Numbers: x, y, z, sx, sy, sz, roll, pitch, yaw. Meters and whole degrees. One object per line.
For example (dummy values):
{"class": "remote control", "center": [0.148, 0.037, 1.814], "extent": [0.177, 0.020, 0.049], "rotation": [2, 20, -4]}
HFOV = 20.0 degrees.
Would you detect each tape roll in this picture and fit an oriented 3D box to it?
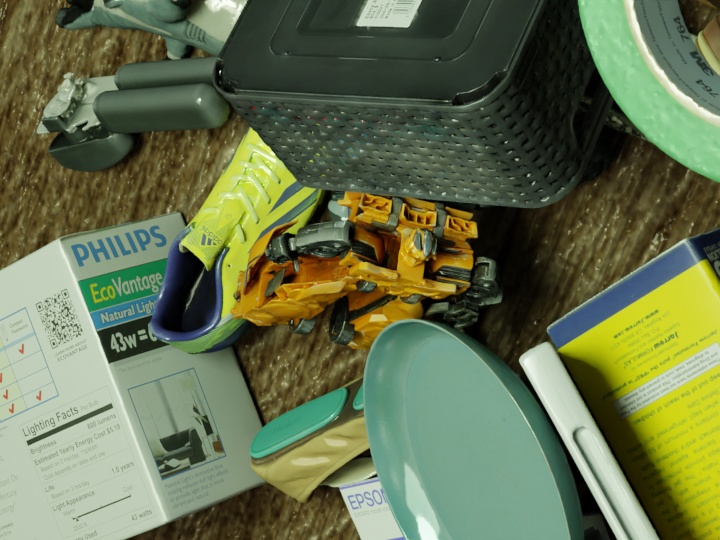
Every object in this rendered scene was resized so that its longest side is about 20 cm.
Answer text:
{"class": "tape roll", "center": [0.196, -0.138, 0.941], "extent": [0.199, 0.048, 0.202], "rotation": [10, 107, 35]}

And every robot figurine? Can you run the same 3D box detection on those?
{"class": "robot figurine", "center": [0.000, 0.000, 1.223], "extent": [0.200, 0.144, 0.059], "rotation": [148, 133, -62]}

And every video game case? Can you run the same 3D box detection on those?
{"class": "video game case", "center": [0.143, 0.130, 1.147], "extent": [0.023, 0.200, 0.183], "rotation": [-29, 82, 4]}

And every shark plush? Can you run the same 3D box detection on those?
{"class": "shark plush", "center": [-0.137, -0.163, 1.357], "extent": [0.199, 0.091, 0.084], "rotation": [-6, 128, 31]}

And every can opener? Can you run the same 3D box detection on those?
{"class": "can opener", "center": [-0.147, -0.109, 1.380], "extent": [0.199, 0.053, 0.067], "rotation": [-4, 136, 47]}

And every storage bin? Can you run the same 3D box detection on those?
{"class": "storage bin", "center": [0.035, -0.121, 1.112], "extent": [0.199, 0.094, 0.136], "rotation": [6, 61, 39]}

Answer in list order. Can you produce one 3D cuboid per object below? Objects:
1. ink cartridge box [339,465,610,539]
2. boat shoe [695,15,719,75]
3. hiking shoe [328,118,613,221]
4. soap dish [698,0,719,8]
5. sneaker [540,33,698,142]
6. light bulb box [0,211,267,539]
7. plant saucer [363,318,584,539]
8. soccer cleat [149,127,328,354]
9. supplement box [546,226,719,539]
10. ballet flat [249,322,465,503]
{"class": "ink cartridge box", "center": [0.087, 0.208, 1.264], "extent": [0.198, 0.043, 0.201], "rotation": [-19, 92, 52]}
{"class": "boat shoe", "center": [0.268, -0.079, 1.076], "extent": [0.200, 0.072, 0.068], "rotation": [41, 116, 15]}
{"class": "hiking shoe", "center": [0.057, -0.078, 1.226], "extent": [0.199, 0.074, 0.087], "rotation": [-8, 90, 34]}
{"class": "soap dish", "center": [0.132, -0.252, 1.099], "extent": [0.199, 0.081, 0.158], "rotation": [27, 111, 15]}
{"class": "sneaker", "center": [0.124, -0.125, 1.155], "extent": [0.199, 0.088, 0.077], "rotation": [29, 117, 28]}
{"class": "light bulb box", "center": [-0.192, 0.091, 1.417], "extent": [0.198, 0.124, 0.201], "rotation": [-24, 85, 38]}
{"class": "plant saucer", "center": [0.068, 0.118, 1.172], "extent": [0.200, 0.027, 0.201], "rotation": [39, 141, 42]}
{"class": "soccer cleat", "center": [-0.077, -0.034, 1.321], "extent": [0.065, 0.083, 0.201], "rotation": [33, 108, 29]}
{"class": "supplement box", "center": [0.214, 0.083, 1.126], "extent": [0.109, 0.109, 0.201], "rotation": [-35, 80, 36]}
{"class": "ballet flat", "center": [0.011, 0.095, 1.319], "extent": [0.063, 0.069, 0.200], "rotation": [46, 131, -15]}
